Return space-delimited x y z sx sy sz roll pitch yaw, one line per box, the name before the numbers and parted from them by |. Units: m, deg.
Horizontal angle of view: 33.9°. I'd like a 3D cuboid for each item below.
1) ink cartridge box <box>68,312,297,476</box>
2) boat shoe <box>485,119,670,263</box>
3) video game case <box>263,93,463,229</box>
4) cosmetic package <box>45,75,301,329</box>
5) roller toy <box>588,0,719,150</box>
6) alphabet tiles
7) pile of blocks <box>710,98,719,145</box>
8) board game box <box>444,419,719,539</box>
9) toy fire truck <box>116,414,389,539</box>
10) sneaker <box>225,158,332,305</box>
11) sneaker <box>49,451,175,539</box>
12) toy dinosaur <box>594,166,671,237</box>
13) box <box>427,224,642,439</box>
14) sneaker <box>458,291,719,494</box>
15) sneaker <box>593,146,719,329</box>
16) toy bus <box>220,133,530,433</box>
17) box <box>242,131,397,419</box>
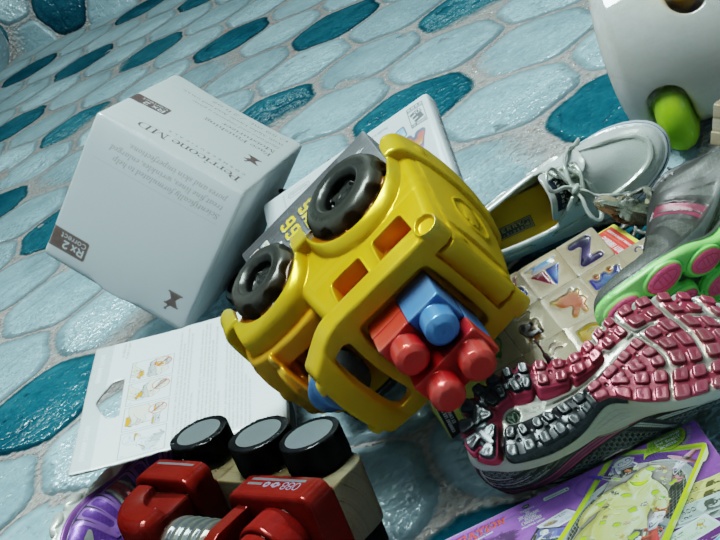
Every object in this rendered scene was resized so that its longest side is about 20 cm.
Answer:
ink cartridge box | -0.142 0.108 0.981 0.172 0.044 0.200 -16 26 2
boat shoe | 0.171 -0.066 1.000 0.201 0.075 0.086 -27 -5 11
video game case | 0.005 -0.040 1.060 0.199 0.024 0.183 -32 48 21
cosmetic package | -0.185 -0.075 1.207 0.166 0.164 0.200 -63 -3 23
roller toy | 0.296 -0.230 1.075 0.139 0.201 0.183 -16 22 24
alphabet tiles | 0.179 0.038 0.827 0.199 0.008 0.168 -30 48 -3
pile of blocks | 0.358 -0.116 0.908 0.082 0.063 0.200 -19 30 -26
board game box | 0.130 0.168 0.687 0.199 0.032 0.120 -27 28 5
toy fire truck | -0.097 0.203 0.780 0.175 0.130 0.200 -5 23 42
sneaker | -0.074 -0.047 1.240 0.200 0.083 0.072 -41 26 -12
sneaker | -0.173 0.190 0.914 0.083 0.081 0.200 -10 30 25
toy dinosaur | 0.261 -0.061 0.954 0.199 0.048 0.088 -19 2 -23
box | 0.132 0.044 0.892 0.199 0.050 0.075 -30 25 -3
sneaker | 0.160 0.078 0.751 0.198 0.075 0.081 -21 50 3
sneaker | 0.230 -0.023 0.813 0.200 0.077 0.084 -41 33 -16
toy bus | 0.015 0.039 0.797 0.200 0.135 0.192 -44 31 13
box | 0.000 0.000 0.989 0.158 0.048 0.200 -44 45 11
